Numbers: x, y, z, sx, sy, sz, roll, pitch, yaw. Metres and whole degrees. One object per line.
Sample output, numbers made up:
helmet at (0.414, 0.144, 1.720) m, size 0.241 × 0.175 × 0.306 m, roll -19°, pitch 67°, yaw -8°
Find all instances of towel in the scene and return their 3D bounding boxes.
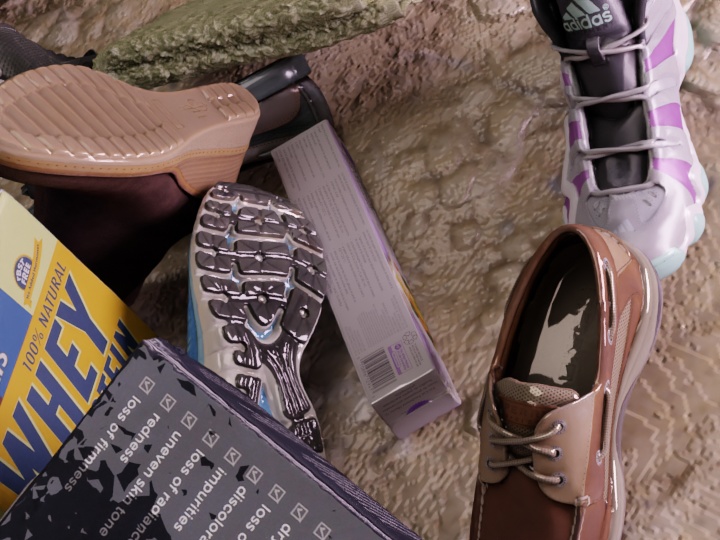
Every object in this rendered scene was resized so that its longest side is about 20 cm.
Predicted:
towel at (-0.052, -0.152, 0.941) m, size 0.200 × 0.037 × 0.148 m, roll -10°, pitch 17°, yaw 21°

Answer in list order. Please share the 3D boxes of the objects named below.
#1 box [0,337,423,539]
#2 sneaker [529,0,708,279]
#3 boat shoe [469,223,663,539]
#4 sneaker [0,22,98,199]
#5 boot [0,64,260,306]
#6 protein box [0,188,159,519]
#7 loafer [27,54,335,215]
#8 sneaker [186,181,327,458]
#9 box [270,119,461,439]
box at (-0.059, 0.172, 0.644) m, size 0.196 × 0.124 × 0.200 m, roll 37°, pitch 87°, yaw 24°
sneaker at (0.119, -0.102, 0.778) m, size 0.078 × 0.140 × 0.200 m, roll -13°, pitch 52°, yaw 21°
boat shoe at (0.082, 0.072, 0.706) m, size 0.076 × 0.072 × 0.200 m, roll 3°, pitch 73°, yaw 31°
sneaker at (-0.200, -0.116, 1.025) m, size 0.090 × 0.067 × 0.200 m, roll -21°, pitch 36°, yaw -11°
boot at (-0.150, -0.026, 0.818) m, size 0.072 × 0.200 × 0.166 m, roll 50°, pitch 121°, yaw 20°
protein box at (-0.226, 0.071, 0.807) m, size 0.200 × 0.199 × 0.135 m, roll -2°, pitch 58°, yaw 28°
loafer at (-0.108, -0.057, 0.929) m, size 0.200 × 0.063 × 0.072 m, roll -29°, pitch 10°, yaw 11°
sneaker at (-0.072, 0.046, 0.811) m, size 0.090 × 0.078 × 0.200 m, roll -34°, pitch 48°, yaw 50°
box at (0.000, 0.000, 0.841) m, size 0.041 × 0.039 × 0.200 m, roll -30°, pitch 48°, yaw 6°
